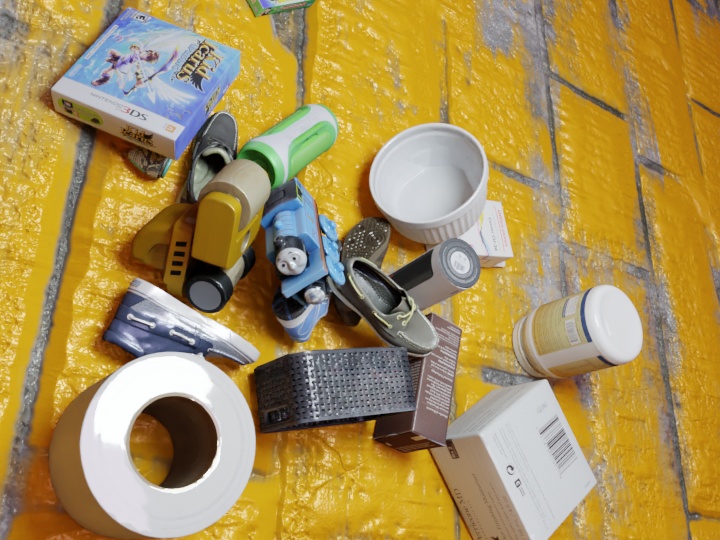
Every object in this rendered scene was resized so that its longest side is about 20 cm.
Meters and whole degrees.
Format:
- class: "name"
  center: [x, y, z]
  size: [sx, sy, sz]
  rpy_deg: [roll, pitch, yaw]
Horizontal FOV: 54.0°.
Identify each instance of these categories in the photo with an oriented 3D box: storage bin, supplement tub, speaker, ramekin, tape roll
- class: "storage bin"
  center: [-0.035, 0.168, 0.996]
  size: [0.200, 0.135, 0.094]
  rpy_deg: [3, 71, -36]
- class: "supplement tub"
  center: [0.395, 0.119, 1.302]
  size: [0.144, 0.200, 0.145]
  rpy_deg: [14, 65, -33]
- class: "speaker"
  center: [0.098, 0.021, 1.115]
  size: [0.081, 0.200, 0.081]
  rpy_deg: [12, 66, -28]
- class: "ramekin"
  center: [0.122, -0.141, 1.204]
  size: [0.105, 0.199, 0.201]
  rpy_deg: [59, 34, -59]
- class: "speaker"
  center: [-0.110, -0.193, 1.097]
  size: [0.089, 0.088, 0.200]
  rpy_deg: [52, 40, -9]
- class: "tape roll"
  center: [-0.242, 0.207, 0.823]
  size: [0.202, 0.139, 0.203]
  rpy_deg: [14, 66, -33]

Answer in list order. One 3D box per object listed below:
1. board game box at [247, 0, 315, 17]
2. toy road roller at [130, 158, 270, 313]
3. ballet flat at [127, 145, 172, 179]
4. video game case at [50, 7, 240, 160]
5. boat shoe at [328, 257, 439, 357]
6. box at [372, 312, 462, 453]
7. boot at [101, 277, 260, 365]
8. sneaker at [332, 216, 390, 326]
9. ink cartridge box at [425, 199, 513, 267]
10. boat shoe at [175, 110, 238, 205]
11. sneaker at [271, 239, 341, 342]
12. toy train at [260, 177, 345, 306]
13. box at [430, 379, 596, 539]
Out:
- class: "board game box"
  center: [-0.176, -0.550, 1.240]
  size: [0.134, 0.029, 0.200]
  rpy_deg: [-30, 92, -41]
- class: "toy road roller"
  center: [-0.212, -0.055, 0.919]
  size: [0.146, 0.200, 0.123]
  rpy_deg: [21, 31, 1]
- class: "ballet flat"
  center: [-0.270, -0.221, 1.020]
  size: [0.075, 0.068, 0.200]
  rpy_deg: [33, 59, -12]
- class: "video game case"
  center: [-0.291, -0.265, 0.982]
  size: [0.181, 0.045, 0.200]
  rpy_deg: [23, 57, 1]
- class: "boat shoe"
  center: [0.043, 0.055, 1.042]
  size: [0.202, 0.060, 0.072]
  rpy_deg: [40, 59, -12]
- class: "box"
  center: [0.093, 0.177, 1.115]
  size: [0.075, 0.100, 0.200]
  rpy_deg: [30, 57, -24]
- class: "boot"
  center: [-0.234, 0.097, 0.929]
  size: [0.200, 0.073, 0.091]
  rpy_deg: [34, 74, -24]
- class: "sneaker"
  center: [0.000, 0.000, 1.143]
  size: [0.070, 0.076, 0.200]
  rpy_deg: [12, 51, 15]
- class: "ink cartridge box"
  center: [0.213, -0.071, 1.323]
  size: [0.200, 0.067, 0.117]
  rpy_deg: [2, 71, -36]
- class: "boat shoe"
  center: [-0.213, -0.157, 1.033]
  size: [0.072, 0.066, 0.201]
  rpy_deg: [27, 58, -24]
- class: "sneaker"
  center: [-0.078, 0.023, 1.075]
  size: [0.200, 0.075, 0.077]
  rpy_deg: [-64, 151, -43]
- class: "toy train"
  center: [-0.086, -0.038, 0.986]
  size: [0.114, 0.087, 0.200]
  rpy_deg: [49, 18, -33]
- class: "box"
  center: [0.251, 0.316, 1.161]
  size: [0.200, 0.131, 0.199]
  rpy_deg: [-26, 90, -40]
